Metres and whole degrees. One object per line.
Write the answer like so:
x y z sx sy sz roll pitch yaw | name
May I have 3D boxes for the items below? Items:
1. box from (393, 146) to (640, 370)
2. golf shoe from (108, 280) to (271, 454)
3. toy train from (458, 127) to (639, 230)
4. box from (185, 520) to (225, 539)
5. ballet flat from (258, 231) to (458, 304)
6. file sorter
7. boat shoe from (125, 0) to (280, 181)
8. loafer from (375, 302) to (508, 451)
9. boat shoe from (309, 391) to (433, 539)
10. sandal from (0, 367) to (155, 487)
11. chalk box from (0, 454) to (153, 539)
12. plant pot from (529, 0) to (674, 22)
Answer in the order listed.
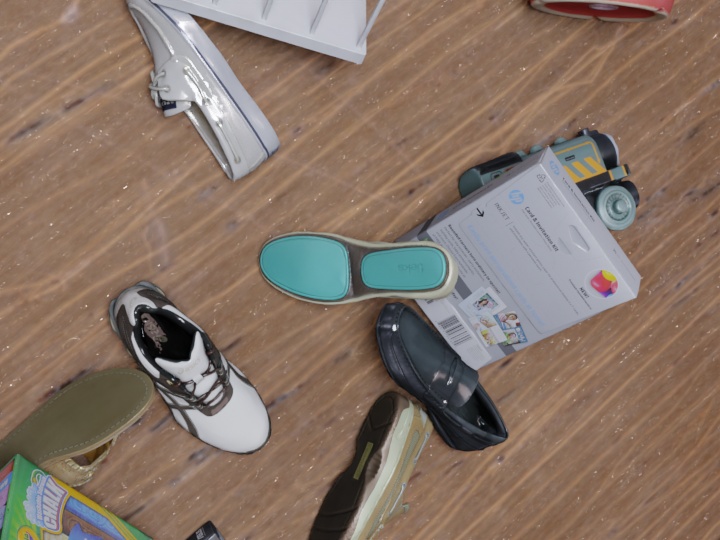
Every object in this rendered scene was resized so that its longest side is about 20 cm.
0.141 -0.003 0.889 0.157 0.198 0.041 50 39 -11 | box
-0.152 0.100 0.843 0.078 0.094 0.200 -46 105 -12 | golf shoe
0.195 -0.075 0.956 0.196 0.085 0.116 -20 88 -16 | toy train
-0.144 0.369 0.876 0.157 0.048 0.202 -37 102 -14 | box
0.000 0.000 0.891 0.195 0.069 0.071 6 90 17 | ballet flat
-0.069 -0.301 0.812 0.196 0.125 0.141 12 54 -17 | file sorter
-0.159 -0.171 0.847 0.070 0.071 0.201 -42 109 -15 | boat shoe
0.082 0.103 0.898 0.202 0.069 0.069 54 46 -32 | loafer
0.017 0.226 0.915 0.076 0.071 0.203 33 82 -27 | boat shoe
-0.268 0.164 0.832 0.209 0.078 0.070 -28 137 -4 | sandal
-0.281 0.252 0.755 0.124 0.124 0.200 -41 118 10 | chalk box
0.248 -0.348 0.914 0.196 0.200 0.182 3 99 -17 | plant pot
